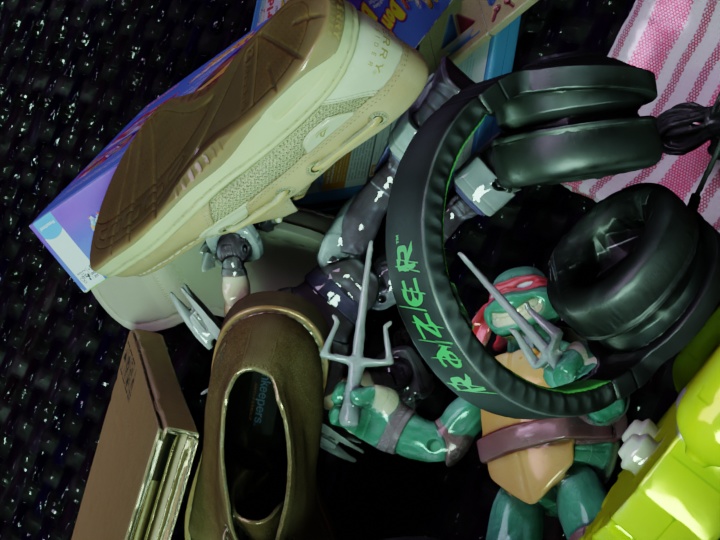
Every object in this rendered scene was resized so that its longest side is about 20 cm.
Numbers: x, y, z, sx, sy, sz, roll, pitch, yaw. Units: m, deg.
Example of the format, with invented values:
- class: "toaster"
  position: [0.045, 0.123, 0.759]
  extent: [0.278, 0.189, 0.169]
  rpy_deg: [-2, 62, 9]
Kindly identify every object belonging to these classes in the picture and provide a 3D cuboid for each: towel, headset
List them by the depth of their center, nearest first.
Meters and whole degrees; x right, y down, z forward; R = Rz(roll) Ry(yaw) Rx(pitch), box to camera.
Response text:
- class: "headset"
  position: [0.085, -0.025, 0.765]
  extent: [0.094, 0.200, 0.124]
  rpy_deg: [-10, 108, 56]
- class: "towel"
  position: [0.167, -0.073, 0.851]
  extent: [0.200, 0.030, 0.147]
  rpy_deg: [33, 97, 51]

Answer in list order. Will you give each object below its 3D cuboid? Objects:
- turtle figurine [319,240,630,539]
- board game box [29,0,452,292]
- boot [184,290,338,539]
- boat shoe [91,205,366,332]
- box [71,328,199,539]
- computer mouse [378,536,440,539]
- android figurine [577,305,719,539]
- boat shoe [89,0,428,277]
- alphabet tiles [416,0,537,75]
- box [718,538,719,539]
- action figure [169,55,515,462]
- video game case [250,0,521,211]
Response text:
- class: "turtle figurine"
  position: [0.067, 0.068, 0.842]
  extent: [0.150, 0.100, 0.201]
  rpy_deg: [-30, 65, 48]
- class: "board game box"
  position: [-0.057, -0.079, 0.996]
  extent: [0.200, 0.045, 0.135]
  rpy_deg: [-30, 15, 36]
- class: "boot"
  position: [-0.048, 0.115, 0.906]
  extent: [0.076, 0.073, 0.201]
  rpy_deg: [-78, -10, -63]
- class: "boat shoe"
  position: [-0.063, -0.009, 1.052]
  extent: [0.199, 0.072, 0.060]
  rpy_deg: [-7, 28, 48]
- class: "box"
  position: [-0.120, 0.128, 1.001]
  extent: [0.200, 0.021, 0.164]
  rpy_deg: [-132, 58, -75]
- class: "computer mouse"
  position: [-0.029, 0.174, 0.820]
  extent: [0.200, 0.053, 0.139]
  rpy_deg: [-34, 60, 30]
- class: "android figurine"
  position: [0.136, 0.033, 0.696]
  extent: [0.041, 0.182, 0.200]
  rpy_deg: [38, 99, 5]
- class: "boat shoe"
  position: [-0.050, -0.045, 0.883]
  extent: [0.200, 0.064, 0.072]
  rpy_deg: [-34, 40, 44]
- class: "alphabet tiles"
  position: [0.038, -0.180, 1.042]
  extent: [0.166, 0.006, 0.201]
  rpy_deg: [-38, 43, 29]
- class: "box"
  position: [0.143, 0.133, 0.634]
  extent: [0.104, 0.200, 0.183]
  rpy_deg: [35, 103, 6]
- class: "action figure"
  position: [0.000, 0.000, 0.936]
  extent: [0.200, 0.130, 0.069]
  rpy_deg: [-48, 17, 8]
- class: "video game case"
  position: [0.004, -0.102, 1.061]
  extent: [0.199, 0.018, 0.144]
  rpy_deg: [-7, 68, 47]
